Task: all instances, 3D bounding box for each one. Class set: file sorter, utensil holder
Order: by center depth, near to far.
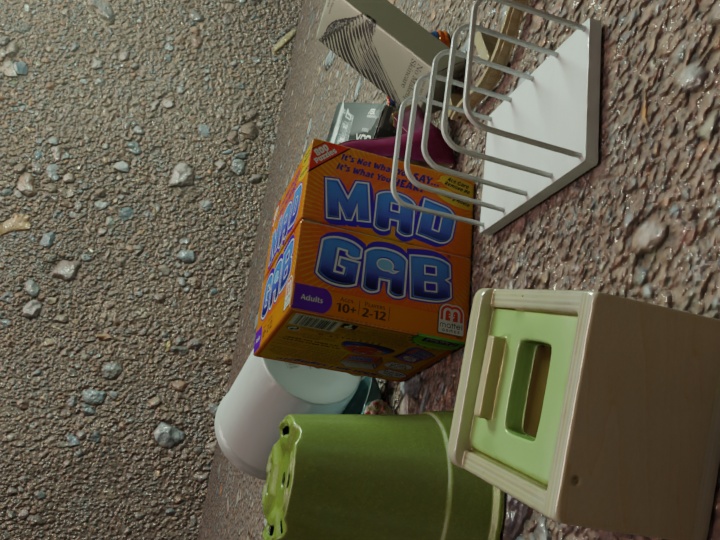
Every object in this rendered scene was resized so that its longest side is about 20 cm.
[{"bbox_3d":[0.119,-0.141,0.748,0.200,0.123,0.140,138,142,-67],"label":"file sorter"},{"bbox_3d":[-0.107,0.189,1.174,0.171,0.169,0.200,-93,28,-45],"label":"utensil holder"}]

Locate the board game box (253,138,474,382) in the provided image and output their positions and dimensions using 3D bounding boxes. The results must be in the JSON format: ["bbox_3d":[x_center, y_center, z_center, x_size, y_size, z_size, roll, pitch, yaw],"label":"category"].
[{"bbox_3d":[0.000,0.000,0.934,0.200,0.198,0.202,133,146,-62],"label":"board game box"}]

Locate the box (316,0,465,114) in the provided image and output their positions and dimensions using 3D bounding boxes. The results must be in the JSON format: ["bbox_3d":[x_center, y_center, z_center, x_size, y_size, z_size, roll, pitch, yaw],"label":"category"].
[{"bbox_3d":[0.038,-0.297,1.053,0.200,0.068,0.082,42,136,20],"label":"box"}]

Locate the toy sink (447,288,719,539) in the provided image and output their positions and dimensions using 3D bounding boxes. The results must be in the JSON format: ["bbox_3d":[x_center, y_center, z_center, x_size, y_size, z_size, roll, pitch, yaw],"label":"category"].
[{"bbox_3d":[0.134,0.084,0.535,0.200,0.111,0.132,-179,101,-75],"label":"toy sink"}]

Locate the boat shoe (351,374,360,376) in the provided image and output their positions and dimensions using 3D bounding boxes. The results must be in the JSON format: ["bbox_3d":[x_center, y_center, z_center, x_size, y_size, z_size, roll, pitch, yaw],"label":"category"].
[{"bbox_3d":[0.017,0.051,1.100,0.068,0.074,0.202,145,143,-77],"label":"boat shoe"}]

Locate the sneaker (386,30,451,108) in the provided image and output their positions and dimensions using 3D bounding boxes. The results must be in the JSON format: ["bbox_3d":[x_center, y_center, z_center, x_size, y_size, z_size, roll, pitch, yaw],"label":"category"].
[{"bbox_3d":[0.062,-0.275,1.155,0.201,0.078,0.076,117,160,-45],"label":"sneaker"}]

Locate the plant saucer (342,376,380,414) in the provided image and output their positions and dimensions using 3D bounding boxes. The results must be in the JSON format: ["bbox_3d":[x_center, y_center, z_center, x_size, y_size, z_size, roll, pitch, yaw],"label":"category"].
[{"bbox_3d":[-0.019,0.235,1.071,0.201,0.027,0.200,-64,5,9],"label":"plant saucer"}]

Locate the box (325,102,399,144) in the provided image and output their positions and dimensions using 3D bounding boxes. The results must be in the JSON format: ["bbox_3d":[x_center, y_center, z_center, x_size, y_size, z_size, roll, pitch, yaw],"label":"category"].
[{"bbox_3d":[-0.005,-0.158,1.131,0.200,0.049,0.159,33,106,66],"label":"box"}]

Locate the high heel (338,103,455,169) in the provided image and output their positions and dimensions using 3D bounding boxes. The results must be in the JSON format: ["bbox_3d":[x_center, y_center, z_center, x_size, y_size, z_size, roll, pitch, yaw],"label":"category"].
[{"bbox_3d":[0.019,-0.123,0.995,0.096,0.199,0.067,57,174,17],"label":"high heel"}]

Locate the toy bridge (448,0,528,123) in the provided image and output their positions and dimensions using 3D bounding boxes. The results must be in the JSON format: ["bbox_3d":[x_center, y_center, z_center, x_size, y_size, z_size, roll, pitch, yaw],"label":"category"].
[{"bbox_3d":[0.151,-0.252,0.904,0.201,0.027,0.068,116,157,-43],"label":"toy bridge"}]

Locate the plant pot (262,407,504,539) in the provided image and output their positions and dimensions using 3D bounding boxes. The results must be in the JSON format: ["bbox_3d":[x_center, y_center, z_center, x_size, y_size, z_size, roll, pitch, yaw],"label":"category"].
[{"bbox_3d":[0.009,0.215,0.755,0.200,0.188,0.202,-169,90,-75],"label":"plant pot"}]

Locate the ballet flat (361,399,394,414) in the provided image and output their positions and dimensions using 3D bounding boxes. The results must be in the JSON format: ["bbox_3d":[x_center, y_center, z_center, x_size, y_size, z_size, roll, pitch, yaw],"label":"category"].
[{"bbox_3d":[0.024,0.258,0.940,0.064,0.075,0.202,12,96,44],"label":"ballet flat"}]
